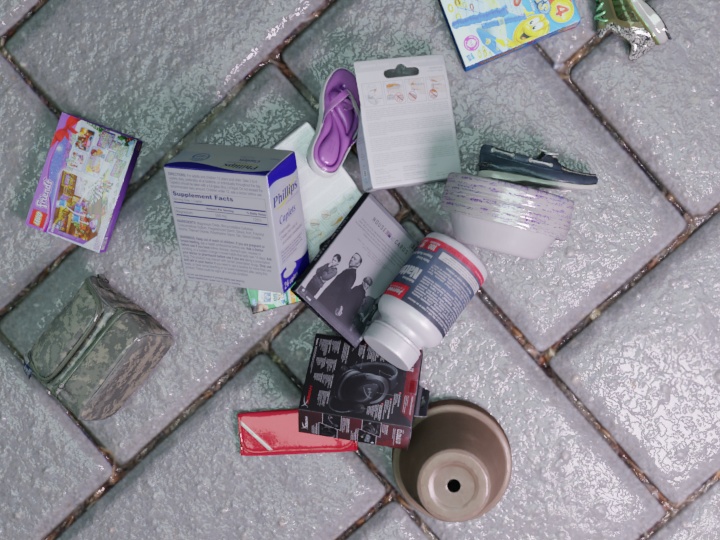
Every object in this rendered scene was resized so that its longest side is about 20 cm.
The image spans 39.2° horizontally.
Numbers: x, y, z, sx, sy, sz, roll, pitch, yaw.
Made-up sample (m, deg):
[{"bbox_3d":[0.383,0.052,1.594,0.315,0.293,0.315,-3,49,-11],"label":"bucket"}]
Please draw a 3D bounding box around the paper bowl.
[{"bbox_3d":[0.220,-0.080,1.559,0.200,0.201,0.105,14,95,3],"label":"paper bowl"}]

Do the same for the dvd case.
[{"bbox_3d":[0.000,0.000,1.607,0.150,0.025,0.200,45,74,-27],"label":"dvd case"}]

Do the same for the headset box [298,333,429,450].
[{"bbox_3d":[0.011,0.194,1.618,0.199,0.077,0.149,9,52,3],"label":"headset box"}]

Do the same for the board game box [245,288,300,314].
[{"bbox_3d":[-0.139,-0.041,1.675,0.134,0.029,0.201,-14,92,4],"label":"board game box"}]

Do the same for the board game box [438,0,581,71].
[{"bbox_3d":[0.222,-0.448,1.608,0.195,0.056,0.201,-22,92,6],"label":"board game box"}]

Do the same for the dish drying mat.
[{"bbox_3d":[-0.106,0.271,1.698,0.199,0.018,0.077,-4,92,5],"label":"dish drying mat"}]

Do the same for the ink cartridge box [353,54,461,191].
[{"bbox_3d":[0.069,-0.235,1.610,0.159,0.047,0.201,-9,91,-20],"label":"ink cartridge box"}]

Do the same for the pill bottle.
[{"bbox_3d":[0.098,0.051,1.591,0.119,0.120,0.200,37,76,1],"label":"pill bottle"}]

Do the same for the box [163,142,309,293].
[{"bbox_3d":[-0.187,-0.083,1.564,0.183,0.105,0.201,7,121,23],"label":"box"}]

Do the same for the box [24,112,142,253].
[{"bbox_3d":[-0.461,-0.146,1.688,0.136,0.039,0.201,21,95,2],"label":"box"}]

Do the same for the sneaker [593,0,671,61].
[{"bbox_3d":[0.395,-0.410,1.594,0.089,0.077,0.200,-44,87,14],"label":"sneaker"}]

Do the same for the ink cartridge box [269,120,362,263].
[{"bbox_3d":[-0.087,-0.116,1.639,0.162,0.050,0.200,-37,102,4],"label":"ink cartridge box"}]

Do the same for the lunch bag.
[{"bbox_3d":[-0.438,0.127,1.661,0.168,0.139,0.200,40,95,17],"label":"lunch bag"}]

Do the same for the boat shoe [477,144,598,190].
[{"bbox_3d":[0.284,-0.163,1.611,0.199,0.075,0.062,6,88,-2],"label":"boat shoe"}]

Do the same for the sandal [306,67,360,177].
[{"bbox_3d":[-0.028,-0.237,1.604,0.082,0.050,0.204,25,63,-26],"label":"sandal"}]

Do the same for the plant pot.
[{"bbox_3d":[0.145,0.316,1.605,0.199,0.175,0.201,0,93,5],"label":"plant pot"}]
